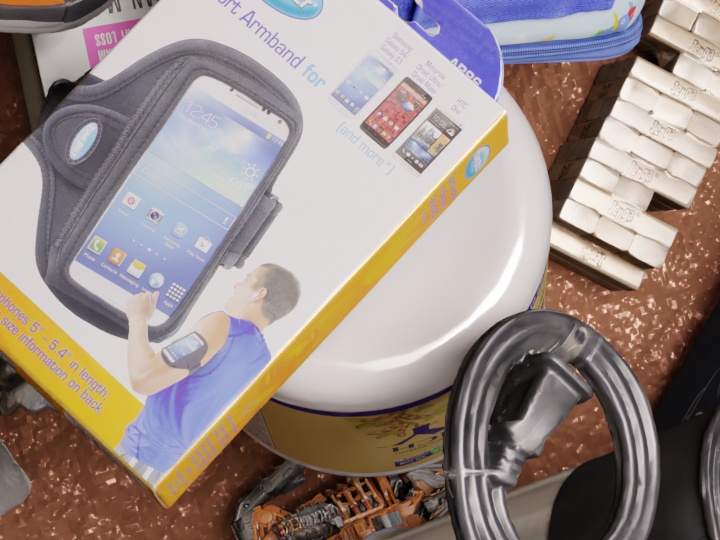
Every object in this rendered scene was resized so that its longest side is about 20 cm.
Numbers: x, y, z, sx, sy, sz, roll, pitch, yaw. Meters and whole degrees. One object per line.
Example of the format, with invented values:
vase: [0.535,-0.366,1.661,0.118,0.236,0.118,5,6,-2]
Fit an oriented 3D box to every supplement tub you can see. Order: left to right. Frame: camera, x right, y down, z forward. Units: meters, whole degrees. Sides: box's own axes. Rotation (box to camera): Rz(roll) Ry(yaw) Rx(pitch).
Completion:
supplement tub: [0.000,0.000,1.023,0.145,0.200,0.146,-1,76,3]

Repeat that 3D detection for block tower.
block tower: [0.142,-0.091,1.187,0.058,0.054,0.201,26,84,-11]

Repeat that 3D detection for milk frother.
milk frother: [0.058,0.108,0.971,0.200,0.188,0.181,56,37,-12]

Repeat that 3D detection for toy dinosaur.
toy dinosaur: [-0.015,0.158,1.143,0.136,0.102,0.200,44,99,7]

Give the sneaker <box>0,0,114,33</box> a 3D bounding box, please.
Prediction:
sneaker: [-0.177,-0.177,1.049,0.200,0.112,0.078,31,50,19]

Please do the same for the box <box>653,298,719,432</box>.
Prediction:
box: [0.198,0.074,1.126,0.107,0.148,0.201,28,98,-11]

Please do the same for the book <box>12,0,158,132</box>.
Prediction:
book: [-0.075,-0.071,1.147,0.133,0.048,0.201,-12,91,-18]

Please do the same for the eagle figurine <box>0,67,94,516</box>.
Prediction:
eagle figurine: [-0.164,0.005,1.073,0.151,0.151,0.201,30,72,-25]

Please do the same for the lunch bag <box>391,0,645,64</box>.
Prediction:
lunch bag: [0.021,-0.147,1.088,0.199,0.161,0.083,-9,132,-35]

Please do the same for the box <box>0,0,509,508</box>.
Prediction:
box: [-0.043,-0.033,0.910,0.119,0.041,0.200,41,83,12]
